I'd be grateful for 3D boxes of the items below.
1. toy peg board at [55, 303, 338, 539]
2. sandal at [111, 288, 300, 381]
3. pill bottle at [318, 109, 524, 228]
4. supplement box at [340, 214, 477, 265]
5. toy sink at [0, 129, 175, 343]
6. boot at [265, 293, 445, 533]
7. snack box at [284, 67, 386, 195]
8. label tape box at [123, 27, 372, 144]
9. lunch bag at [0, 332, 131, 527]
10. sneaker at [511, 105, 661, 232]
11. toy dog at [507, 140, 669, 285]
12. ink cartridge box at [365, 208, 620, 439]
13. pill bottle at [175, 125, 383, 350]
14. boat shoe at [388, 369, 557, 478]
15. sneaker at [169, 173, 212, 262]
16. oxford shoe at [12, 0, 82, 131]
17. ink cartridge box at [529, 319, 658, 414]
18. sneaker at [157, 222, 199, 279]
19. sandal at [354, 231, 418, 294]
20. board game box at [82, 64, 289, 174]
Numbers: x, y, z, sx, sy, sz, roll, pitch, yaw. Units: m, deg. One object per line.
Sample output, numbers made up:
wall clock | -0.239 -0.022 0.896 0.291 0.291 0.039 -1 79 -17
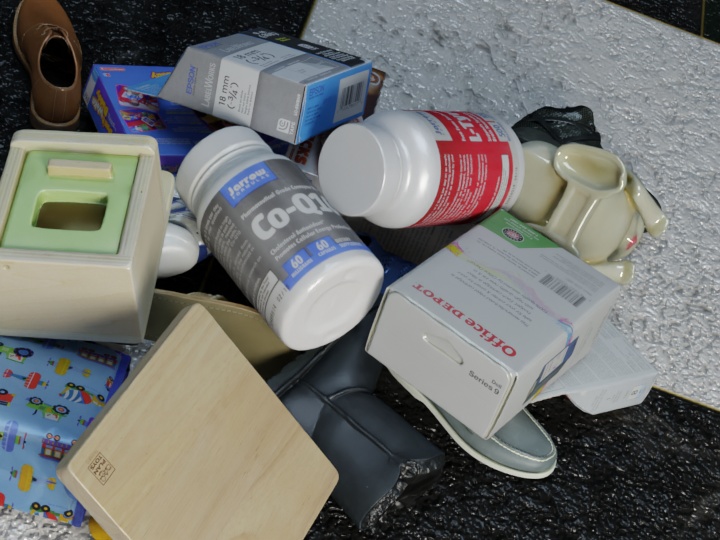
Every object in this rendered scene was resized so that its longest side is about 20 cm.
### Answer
toy peg board | -0.147 0.171 1.203 0.199 0.098 0.200 52 43 -17
sandal | -0.155 0.041 1.383 0.211 0.078 0.070 15 28 -19
pill bottle | 0.057 -0.097 1.430 0.200 0.112 0.112 -5 50 -48
supplement box | 0.040 -0.080 1.574 0.199 0.074 0.126 19 44 -4
toy sink | -0.241 -0.050 1.303 0.130 0.112 0.200 4 49 3
boot | 0.015 0.130 1.367 0.168 0.077 0.200 38 53 19
snack box | -0.027 -0.151 1.543 0.072 0.024 0.200 18 43 -2
label tape box | -0.110 -0.194 1.482 0.200 0.063 0.144 20 24 21
lunch bag | -0.282 0.102 1.276 0.150 0.094 0.200 16 34 -6
sneaker | 0.266 -0.125 1.705 0.199 0.076 0.114 29 51 13
toy dog | 0.221 -0.057 1.560 0.194 0.140 0.200 23 6 32
ink cartridge box | 0.123 0.044 1.375 0.145 0.088 0.200 35 38 19
pill bottle | -0.078 -0.034 1.367 0.114 0.114 0.200 -19 55 -34
boat shoe | 0.110 0.119 1.428 0.200 0.062 0.073 40 45 14
sneaker | -0.145 -0.043 1.477 0.199 0.075 0.088 0 59 -12
oxford shoe | -0.321 -0.234 1.572 0.071 0.071 0.200 -3 49 -22
ink cartridge box | 0.170 0.078 1.471 0.200 0.047 0.160 -9 45 -36
sneaker | -0.246 0.007 1.382 0.199 0.075 0.089 -4 48 -12
sandal | 0.000 0.000 1.477 0.199 0.087 0.080 15 44 -12
board game box | -0.172 -0.150 1.554 0.200 0.045 0.135 -2 50 -34
